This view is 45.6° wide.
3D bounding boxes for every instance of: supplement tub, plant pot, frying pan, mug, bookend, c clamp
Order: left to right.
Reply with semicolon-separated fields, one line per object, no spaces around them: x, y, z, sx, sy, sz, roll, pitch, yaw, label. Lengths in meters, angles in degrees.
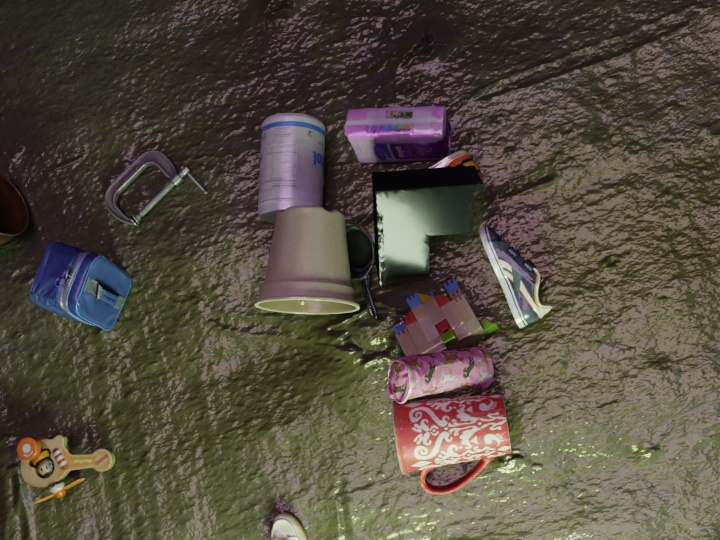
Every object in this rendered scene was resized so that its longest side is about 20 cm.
-0.860;-0.101;1.857;0.200;0.187;0.188;-35;73;19;plant pot
-0.451;-0.170;1.838;0.200;0.027;0.171;-39;73;3;c clamp
-0.137;-0.202;1.716;0.131;0.132;0.201;-2;80;13;supplement tub
-0.099;-0.020;1.634;0.199;0.200;0.185;-2;79;13;plant pot
0.008;-0.013;1.673;0.190;0.031;0.115;51;127;19;frying pan
0.125;-0.085;1.622;0.199;0.092;0.200;-5;119;-2;bookend
0.170;0.304;1.566;0.199;0.178;0.134;-10;40;7;mug

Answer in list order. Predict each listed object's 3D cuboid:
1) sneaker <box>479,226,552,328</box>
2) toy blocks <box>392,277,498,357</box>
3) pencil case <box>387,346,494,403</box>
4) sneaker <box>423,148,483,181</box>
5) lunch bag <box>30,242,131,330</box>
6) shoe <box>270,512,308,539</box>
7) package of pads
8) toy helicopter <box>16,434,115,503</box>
0.292;0.001;1.604;0.079;0.078;0.201;-25;85;12;sneaker
0.138;0.097;1.622;0.199;0.100;0.137;-31;62;6;toy blocks
0.144;0.187;1.547;0.199;0.083;0.087;-3;99;-30;pencil case
0.146;-0.150;1.671;0.200;0.070;0.090;-34;71;3;sneaker
-0.557;0.033;1.733;0.132;0.200;0.137;14;77;13;lunch bag
-0.127;0.555;1.602;0.070;0.053;0.201;-16;76;9;shoe
0.077;-0.266;1.684;0.199;0.121;0.076;0;73;13;package of pads
-0.593;0.398;1.734;0.199;0.079;0.133;-6;78;8;toy helicopter
